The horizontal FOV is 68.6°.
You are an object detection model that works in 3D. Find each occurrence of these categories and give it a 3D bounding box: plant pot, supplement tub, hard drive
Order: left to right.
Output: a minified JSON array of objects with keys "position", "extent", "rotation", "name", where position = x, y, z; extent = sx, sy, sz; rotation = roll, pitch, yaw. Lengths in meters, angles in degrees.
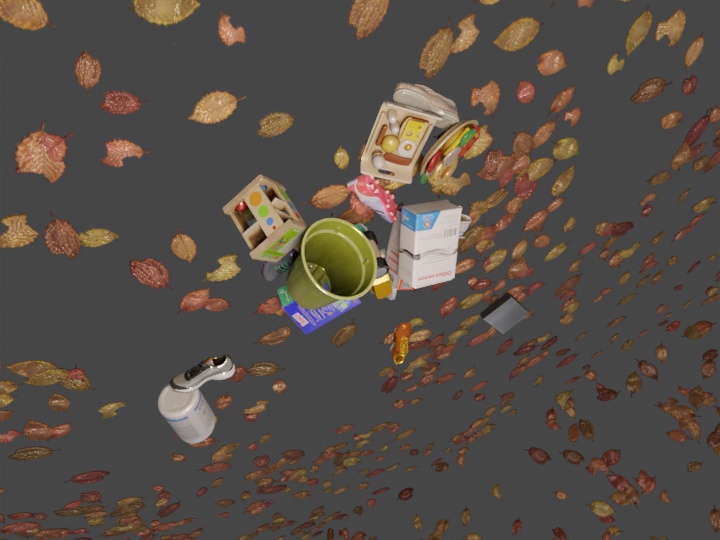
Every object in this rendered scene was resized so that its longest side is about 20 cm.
[{"position":[-0.552,0.450,1.686],"extent":[0.129,0.133,0.202],"rotation":[-17,140,-11],"name":"supplement tub"},{"position":[-0.089,0.006,1.282],"extent":[0.197,0.205,0.184],"rotation":[3,156,-31],"name":"plant pot"},{"position":[0.573,0.172,2.090],"extent":[0.139,0.033,0.199],"rotation":[-41,139,16],"name":"hard drive"}]

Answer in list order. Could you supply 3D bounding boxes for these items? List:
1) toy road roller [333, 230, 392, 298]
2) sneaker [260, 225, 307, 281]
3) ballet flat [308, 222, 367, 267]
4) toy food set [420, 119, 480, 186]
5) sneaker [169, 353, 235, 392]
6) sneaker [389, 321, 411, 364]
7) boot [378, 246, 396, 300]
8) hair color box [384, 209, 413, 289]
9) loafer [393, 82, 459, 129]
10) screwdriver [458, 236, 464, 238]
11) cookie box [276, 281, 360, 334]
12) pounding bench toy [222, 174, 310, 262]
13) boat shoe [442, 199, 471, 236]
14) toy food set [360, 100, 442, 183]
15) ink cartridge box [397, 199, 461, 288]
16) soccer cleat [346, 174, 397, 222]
[{"position":[0.000,0.000,1.436],"extent":[0.143,0.125,0.201],"rotation":[-22,150,0],"name":"toy road roller"},{"position":[-0.199,-0.030,1.401],"extent":[0.073,0.088,0.201],"rotation":[15,125,-39],"name":"sneaker"},{"position":[-0.064,-0.060,1.465],"extent":[0.197,0.072,0.072],"rotation":[-27,141,1],"name":"ballet flat"},{"position":[0.223,-0.293,1.323],"extent":[0.200,0.049,0.197],"rotation":[-46,167,23],"name":"toy food set"},{"position":[-0.488,0.308,1.625],"extent":[0.197,0.074,0.081],"rotation":[-19,131,-20],"name":"sneaker"},{"position":[0.156,0.264,1.923],"extent":[0.071,0.078,0.203],"rotation":[-11,136,-16],"name":"sneaker"},{"position":[0.059,0.016,1.618],"extent":[0.093,0.074,0.203],"rotation":[-11,130,-9],"name":"boot"},{"position":[0.125,-0.059,1.491],"extent":[0.060,0.101,0.204],"rotation":[2,112,-30],"name":"hair color box"},{"position":[0.153,-0.396,1.239],"extent":[0.197,0.064,0.071],"rotation":[16,158,-36],"name":"loafer"},{"position":[0.215,-0.098,1.562],"extent":[0.195,0.029,0.029],"rotation":[0,177,-1],"name":"screwdriver"},{"position":[-0.122,0.078,1.568],"extent":[0.197,0.076,0.172],"rotation":[-29,141,2],"name":"cookie box"},{"position":[-0.207,-0.121,1.262],"extent":[0.123,0.157,0.200],"rotation":[-37,167,12],"name":"pounding bench toy"},{"position":[0.258,-0.159,1.528],"extent":[0.199,0.075,0.086],"rotation":[13,127,-41],"name":"boat shoe"},{"position":[0.094,-0.300,1.257],"extent":[0.140,0.061,0.201],"rotation":[8,140,-17],"name":"toy food set"},{"position":[0.181,-0.071,1.402],"extent":[0.142,0.084,0.204],"rotation":[-10,116,-26],"name":"ink cartridge box"},{"position":[0.037,-0.187,1.395],"extent":[0.075,0.068,0.200],"rotation":[-6,154,26],"name":"soccer cleat"}]
